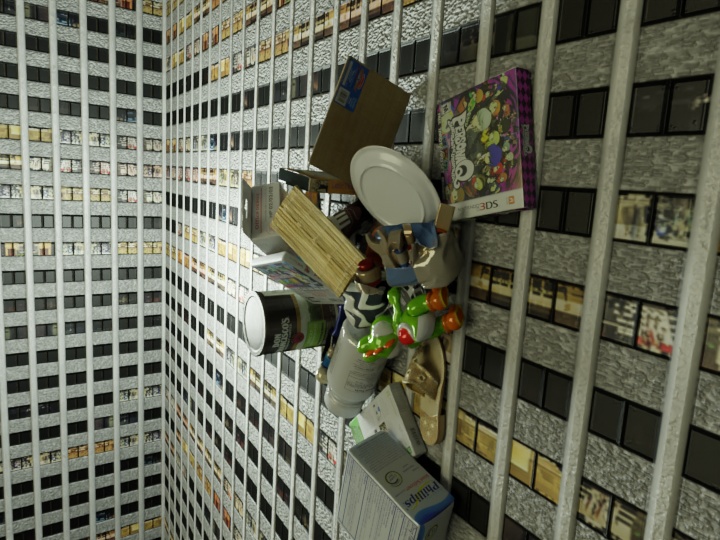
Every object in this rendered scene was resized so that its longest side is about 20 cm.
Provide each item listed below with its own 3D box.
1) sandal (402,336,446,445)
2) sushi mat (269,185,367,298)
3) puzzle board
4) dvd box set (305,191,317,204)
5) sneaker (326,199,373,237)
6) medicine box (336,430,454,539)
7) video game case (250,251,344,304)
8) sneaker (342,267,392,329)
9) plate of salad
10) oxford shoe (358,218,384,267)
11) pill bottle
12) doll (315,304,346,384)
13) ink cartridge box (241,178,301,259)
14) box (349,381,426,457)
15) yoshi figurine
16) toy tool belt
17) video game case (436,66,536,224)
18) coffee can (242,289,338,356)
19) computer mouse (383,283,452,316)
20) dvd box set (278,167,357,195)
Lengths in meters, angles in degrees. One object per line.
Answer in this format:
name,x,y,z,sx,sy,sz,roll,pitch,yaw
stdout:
sandal,0.110,0.211,0.971,0.077,0.068,0.221,-7,86,56
sushi mat,-0.080,-0.054,0.990,0.200,0.012,0.096,46,114,9
puzzle board,-0.001,-0.266,0.996,0.017,0.147,0.206,27,96,60
dvd box set,-0.104,-0.103,1.201,0.203,0.028,0.150,-95,1,-51
sneaker,-0.017,-0.098,1.159,0.077,0.113,0.200,59,178,2
medicine box,0.058,0.448,1.000,0.198,0.101,0.188,34,125,39
video game case,-0.126,0.020,1.129,0.198,0.180,0.024,-4,57,60
sneaker,0.000,0.000,1.020,0.128,0.079,0.204,-30,82,36
plate of salad,0.065,-0.142,0.955,0.196,0.048,0.203,30,150,19
oxford shoe,0.020,-0.020,1.117,0.074,0.069,0.203,-103,34,-51
pill bottle,-0.010,0.205,1.120,0.115,0.111,0.205,50,132,42
doll,-0.057,0.157,1.204,0.136,0.047,0.207,-5,-70,-85
ink cartridge box,-0.176,-0.099,1.101,0.200,0.065,0.119,55,-150,-69
box,0.050,0.344,1.106,0.201,0.035,0.148,-53,50,43
yoshi figurine,0.081,0.092,0.943,0.197,0.111,0.116,-30,63,24
toy tool belt,0.072,-0.043,0.896,0.193,0.126,0.127,-7,114,21
video game case,0.194,-0.187,0.846,0.179,0.035,0.208,-4,89,58
coffee can,-0.168,0.118,1.284,0.145,0.194,0.153,7,98,56
computer mouse,0.100,0.049,1.004,0.202,0.043,0.111,-58,48,35
dvd box set,-0.051,-0.179,1.083,0.145,0.195,0.031,27,113,52
